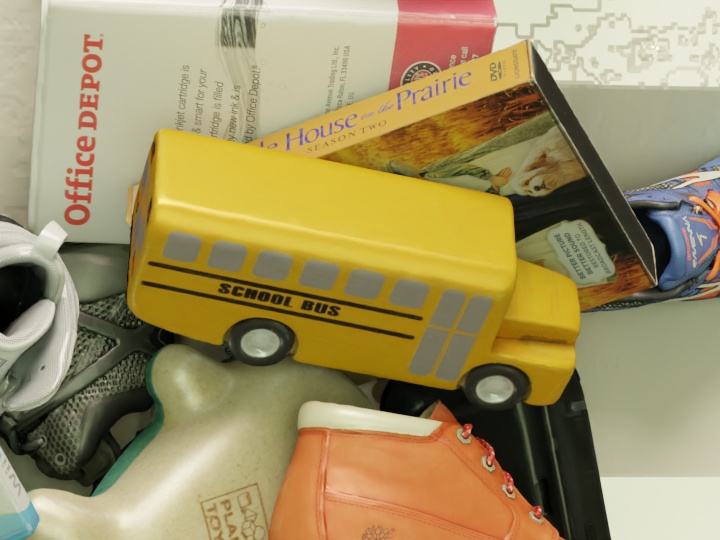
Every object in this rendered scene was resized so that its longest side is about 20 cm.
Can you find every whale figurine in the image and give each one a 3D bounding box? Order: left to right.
[{"bbox_3d":[-0.078,0.112,1.310,0.200,0.104,0.159,-19,98,-39],"label":"whale figurine"}]

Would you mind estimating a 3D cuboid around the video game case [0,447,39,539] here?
[{"bbox_3d":[-0.241,0.048,1.209,0.143,0.018,0.200,-23,106,15],"label":"video game case"}]

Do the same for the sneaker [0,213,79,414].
[{"bbox_3d":[-0.191,0.057,1.258,0.075,0.115,0.200,37,73,-17],"label":"sneaker"}]

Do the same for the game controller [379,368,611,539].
[{"bbox_3d":[0.068,0.134,1.342,0.104,0.042,0.200,-10,89,-19],"label":"game controller"}]

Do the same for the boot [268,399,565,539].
[{"bbox_3d":[0.056,0.113,1.282,0.200,0.075,0.107,11,75,-20],"label":"boot"}]

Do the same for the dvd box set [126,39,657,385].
[{"bbox_3d":[0.015,-0.016,1.322,0.200,0.029,0.146,-19,133,17],"label":"dvd box set"}]

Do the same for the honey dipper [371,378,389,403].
[{"bbox_3d":[0.024,0.110,1.372,0.038,0.038,0.200,4,65,-8],"label":"honey dipper"}]

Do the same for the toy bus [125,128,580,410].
[{"bbox_3d":[0.000,0.000,1.270,0.200,0.065,0.078,11,132,-11],"label":"toy bus"}]

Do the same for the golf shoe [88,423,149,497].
[{"bbox_3d":[-0.110,0.169,1.376,0.078,0.094,0.200,21,90,-8],"label":"golf shoe"}]

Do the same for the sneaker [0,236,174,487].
[{"bbox_3d":[-0.181,0.055,1.366,0.199,0.076,0.114,-11,90,-12],"label":"sneaker"}]

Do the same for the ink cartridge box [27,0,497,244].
[{"bbox_3d":[-0.049,-0.086,1.335,0.200,0.084,0.145,2,133,-8],"label":"ink cartridge box"}]

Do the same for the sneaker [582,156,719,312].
[{"bbox_3d":[0.158,-0.013,1.405,0.200,0.078,0.075,-15,97,-6],"label":"sneaker"}]
